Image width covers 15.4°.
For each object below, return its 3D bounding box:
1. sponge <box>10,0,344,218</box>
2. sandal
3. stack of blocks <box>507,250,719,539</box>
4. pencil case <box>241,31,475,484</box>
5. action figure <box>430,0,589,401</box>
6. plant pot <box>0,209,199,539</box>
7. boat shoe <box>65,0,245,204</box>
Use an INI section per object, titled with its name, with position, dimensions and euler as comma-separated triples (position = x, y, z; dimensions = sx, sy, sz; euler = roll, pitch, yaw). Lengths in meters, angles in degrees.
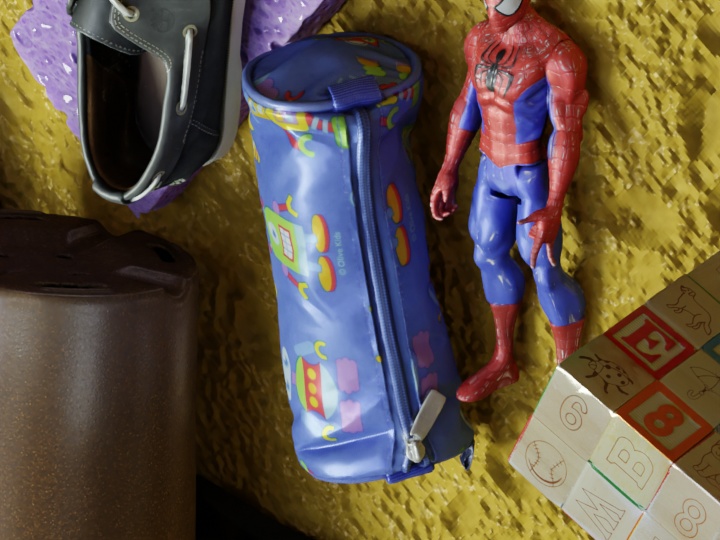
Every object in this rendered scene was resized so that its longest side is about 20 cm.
[sponge]
position = -0.082, -0.119, 1.199
dimensions = 0.112, 0.030, 0.200
euler = 54, 139, 7
[sandal]
position = -0.038, 0.162, 1.299
dimensions = 0.199, 0.045, 0.075
euler = 24, 126, 35
[stack of blocks]
position = 0.170, 0.094, 0.998
dimensions = 0.200, 0.115, 0.059
euler = 42, 136, 19
[pencil case]
position = 0.000, 0.000, 1.144
dimensions = 0.087, 0.078, 0.201
euler = -144, 41, -59
[action figure]
position = 0.063, -0.032, 1.089
dimensions = 0.065, 0.052, 0.201
euler = 21, 124, 41
[plant pot]
position = -0.158, 0.084, 1.265
dimensions = 0.200, 0.200, 0.199
euler = 19, 108, 37
[boat shoe]
position = -0.091, -0.121, 1.129
dimensions = 0.072, 0.068, 0.201
euler = 28, 132, 34
